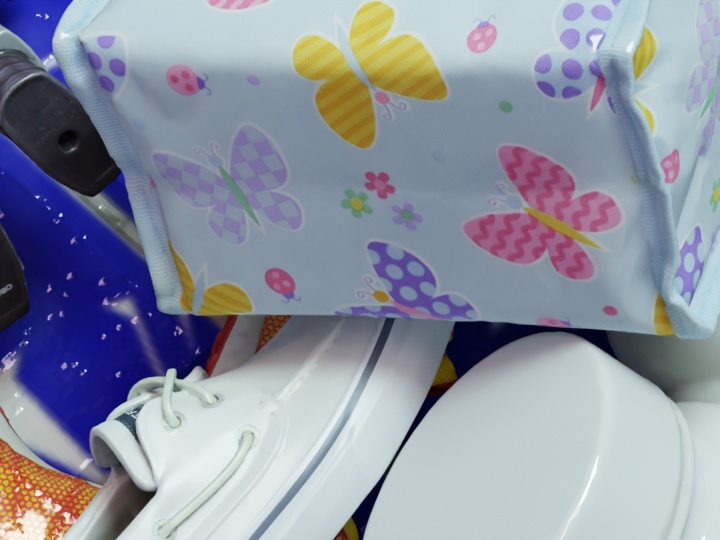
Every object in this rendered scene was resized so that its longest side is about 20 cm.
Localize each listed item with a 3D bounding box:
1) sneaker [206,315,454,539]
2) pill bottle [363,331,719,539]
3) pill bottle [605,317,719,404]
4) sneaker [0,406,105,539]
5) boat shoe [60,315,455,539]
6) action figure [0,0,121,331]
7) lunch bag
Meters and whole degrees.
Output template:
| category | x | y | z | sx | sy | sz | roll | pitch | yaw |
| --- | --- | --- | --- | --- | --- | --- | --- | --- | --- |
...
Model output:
| category | x | y | z | sx | sy | sz | roll | pitch | yaw |
| --- | --- | --- | --- | --- | --- | --- | --- | --- | --- |
| sneaker | 0.000 | 0.000 | 0.848 | 0.077 | 0.073 | 0.201 | 20 | 76 | -4 |
| pill bottle | 0.103 | 0.107 | 0.726 | 0.200 | 0.114 | 0.115 | 35 | 67 | -25 |
| pill bottle | 0.131 | -0.023 | 0.822 | 0.112 | 0.112 | 0.201 | 2 | 80 | 2 |
| sneaker | -0.121 | 0.079 | 0.804 | 0.200 | 0.073 | 0.077 | 37 | 35 | 20 |
| boat shoe | -0.044 | 0.060 | 0.737 | 0.067 | 0.074 | 0.200 | 38 | 69 | -14 |
| action figure | -0.156 | -0.074 | 0.874 | 0.130 | 0.069 | 0.200 | -44 | 51 | 3 |
| lunch bag | 0.035 | -0.087 | 0.735 | 0.169 | 0.128 | 0.200 | 3 | 42 | 27 |
